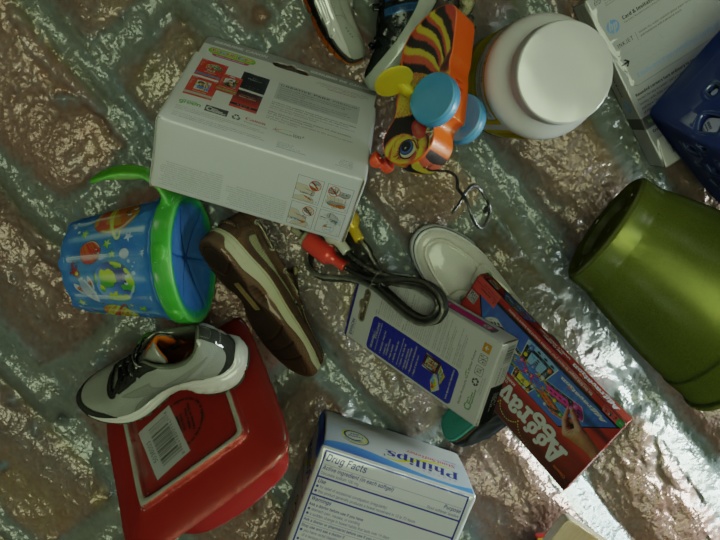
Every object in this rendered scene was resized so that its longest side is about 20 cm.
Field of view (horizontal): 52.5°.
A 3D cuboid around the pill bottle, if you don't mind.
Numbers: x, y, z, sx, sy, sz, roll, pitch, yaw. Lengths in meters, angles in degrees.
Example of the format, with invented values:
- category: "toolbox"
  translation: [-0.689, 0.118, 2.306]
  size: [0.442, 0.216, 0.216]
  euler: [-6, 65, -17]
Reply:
- category: "pill bottle"
  translation: [0.166, -0.185, 0.709]
  size: [0.111, 0.200, 0.114]
  euler: [-1, 101, -4]

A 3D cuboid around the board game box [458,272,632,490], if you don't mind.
- category: "board game box"
  translation: [0.165, 0.108, 0.733]
  size: [0.200, 0.019, 0.104]
  euler: [48, 129, 28]

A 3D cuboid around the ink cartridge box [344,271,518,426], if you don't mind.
- category: "ink cartridge box"
  translation: [0.068, 0.071, 0.782]
  size: [0.199, 0.037, 0.096]
  euler: [30, 115, 35]

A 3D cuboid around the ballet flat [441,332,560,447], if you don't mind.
- category: "ballet flat"
  translation: [0.167, 0.134, 0.807]
  size: [0.073, 0.073, 0.200]
  euler: [32, 130, -9]

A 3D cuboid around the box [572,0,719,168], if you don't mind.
- category: "box"
  translation: [0.344, -0.239, 0.791]
  size: [0.155, 0.041, 0.201]
  euler: [-32, 102, 2]

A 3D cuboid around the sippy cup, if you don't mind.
- category: "sippy cup"
  translation: [-0.232, -0.009, 0.760]
  size: [0.128, 0.140, 0.181]
  euler: [-4, 81, 8]

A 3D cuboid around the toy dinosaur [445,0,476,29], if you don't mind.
- category: "toy dinosaur"
  translation: [0.081, -0.221, 0.754]
  size: [0.047, 0.088, 0.202]
  euler: [26, 98, 2]

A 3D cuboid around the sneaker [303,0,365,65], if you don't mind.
- category: "sneaker"
  translation: [-0.023, -0.314, 0.739]
  size: [0.091, 0.076, 0.202]
  euler: [-22, 103, -4]

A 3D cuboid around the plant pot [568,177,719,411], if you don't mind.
- category: "plant pot"
  translation: [0.335, 0.007, 0.775]
  size: [0.192, 0.200, 0.201]
  euler: [36, 97, 3]

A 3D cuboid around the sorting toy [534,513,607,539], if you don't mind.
- category: "sorting toy"
  translation: [0.260, 0.415, 0.897]
  size: [0.198, 0.070, 0.201]
  euler: [34, 97, -9]

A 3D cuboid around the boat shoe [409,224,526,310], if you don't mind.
- category: "boat shoe"
  translation: [0.133, 0.029, 0.814]
  size: [0.071, 0.070, 0.200]
  euler: [-41, 101, 4]

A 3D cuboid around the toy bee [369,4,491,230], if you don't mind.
- category: "toy bee"
  translation: [0.052, -0.136, 0.667]
  size: [0.108, 0.202, 0.131]
  euler: [-11, 142, 35]

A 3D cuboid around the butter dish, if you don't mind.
- category: "butter dish"
  translation: [-0.154, 0.193, 0.792]
  size: [0.198, 0.201, 0.148]
  euler: [-35, 136, 3]

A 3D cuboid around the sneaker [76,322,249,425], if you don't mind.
- category: "sneaker"
  translation: [-0.212, 0.097, 0.743]
  size: [0.198, 0.075, 0.079]
  euler: [-21, 140, 19]

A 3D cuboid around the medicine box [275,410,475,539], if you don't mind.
- category: "medicine box"
  translation: [0.007, 0.294, 0.840]
  size: [0.180, 0.103, 0.203]
  euler: [19, 99, -7]

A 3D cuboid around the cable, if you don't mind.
- category: "cable"
  translation: [0.000, 0.000, 0.771]
  size: [0.200, 0.050, 0.097]
  euler: [47, 107, 27]

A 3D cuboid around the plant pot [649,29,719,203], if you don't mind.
- category: "plant pot"
  translation: [0.441, -0.142, 0.703]
  size: [0.199, 0.180, 0.200]
  euler: [31, 107, -35]

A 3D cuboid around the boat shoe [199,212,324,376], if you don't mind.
- category: "boat shoe"
  translation: [-0.088, 0.024, 0.798]
  size: [0.075, 0.074, 0.204]
  euler: [-49, 123, -32]

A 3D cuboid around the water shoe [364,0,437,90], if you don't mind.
- category: "water shoe"
  translation: [0.039, -0.285, 0.753]
  size: [0.078, 0.072, 0.202]
  euler: [28, 91, -5]

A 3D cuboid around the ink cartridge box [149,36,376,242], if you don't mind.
- category: "ink cartridge box"
  translation: [-0.089, -0.140, 0.745]
  size: [0.197, 0.177, 0.084]
  euler: [16, 132, -6]
